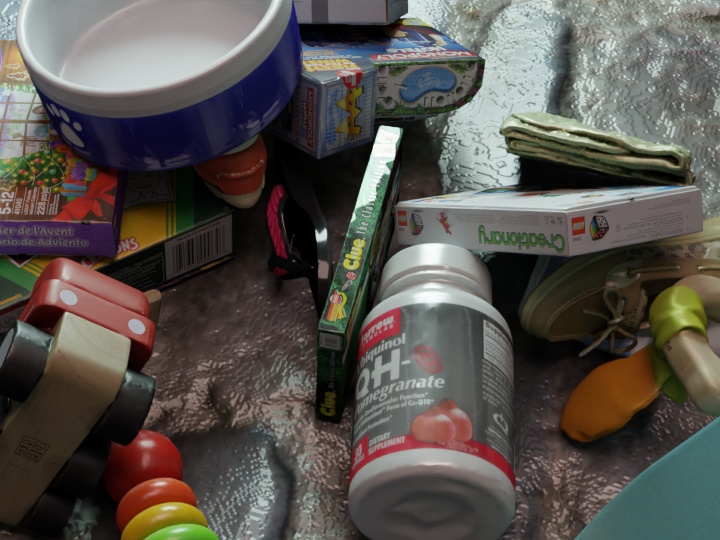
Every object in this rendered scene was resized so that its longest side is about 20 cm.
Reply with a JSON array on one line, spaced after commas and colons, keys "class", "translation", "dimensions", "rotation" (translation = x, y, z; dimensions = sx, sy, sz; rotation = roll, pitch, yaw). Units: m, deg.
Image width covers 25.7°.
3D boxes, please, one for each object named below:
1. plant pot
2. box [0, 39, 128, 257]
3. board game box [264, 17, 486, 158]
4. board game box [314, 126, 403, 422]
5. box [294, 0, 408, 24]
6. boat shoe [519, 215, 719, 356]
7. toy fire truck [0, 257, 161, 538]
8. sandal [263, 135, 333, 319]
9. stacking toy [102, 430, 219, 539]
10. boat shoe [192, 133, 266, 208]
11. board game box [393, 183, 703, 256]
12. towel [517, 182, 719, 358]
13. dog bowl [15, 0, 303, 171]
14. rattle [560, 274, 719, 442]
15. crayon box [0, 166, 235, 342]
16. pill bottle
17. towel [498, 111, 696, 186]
[{"class": "plant pot", "translation": [0.218, 0.192, 0.943], "dimensions": [0.200, 0.141, 0.142], "rotation": [-35, 48, 21]}, {"class": "box", "translation": [-0.241, -0.095, 1.180], "dimensions": [0.136, 0.039, 0.201], "rotation": [0, 47, -1]}, {"class": "board game box", "translation": [-0.012, -0.147, 1.249], "dimensions": [0.199, 0.062, 0.200], "rotation": [-5, 23, -17]}, {"class": "board game box", "translation": [0.000, 0.000, 1.151], "dimensions": [0.023, 0.105, 0.201], "rotation": [12, 49, 5]}, {"class": "box", "translation": [-0.066, -0.227, 1.309], "dimensions": [0.199, 0.041, 0.156], "rotation": [0, 12, 8]}, {"class": "boat shoe", "translation": [0.212, 0.014, 1.148], "dimensions": [0.199, 0.073, 0.063], "rotation": [-18, 56, -17]}, {"class": "toy fire truck", "translation": [-0.188, 0.056, 1.058], "dimensions": [0.128, 0.176, 0.201], "rotation": [24, 40, -19]}, {"class": "sandal", "translation": [-0.055, -0.033, 1.200], "dimensions": [0.045, 0.075, 0.201], "rotation": [-8, 43, -12]}, {"class": "stacking toy", "translation": [-0.123, 0.183, 1.010], "dimensions": [0.085, 0.086, 0.200], "rotation": [-15, 48, -16]}, {"class": "boat shoe", "translation": [-0.119, -0.124, 1.219], "dimensions": [0.071, 0.063, 0.200], "rotation": [-21, 41, -10]}, {"class": "board game box", "translation": [0.132, -0.039, 1.142], "dimensions": [0.126, 0.035, 0.200], "rotation": [-10, 8, -32]}, {"class": "towel", "translation": [0.231, 0.012, 1.211], "dimensions": [0.199, 0.024, 0.147], "rotation": [19, 52, 12]}, {"class": "dog bowl", "translation": [-0.144, -0.169, 1.148], "dimensions": [0.199, 0.079, 0.201], "rotation": [-6, 48, 7]}, {"class": "rattle", "translation": [0.268, 0.088, 1.130], "dimensions": [0.199, 0.143, 0.130], "rotation": [3, 32, -41]}, {"class": "crayon box", "translation": [-0.223, -0.047, 1.204], "dimensions": [0.199, 0.058, 0.173], "rotation": [-24, 56, -23]}, {"class": "pill bottle", "translation": [0.050, 0.083, 1.081], "dimensions": [0.110, 0.111, 0.201], "rotation": [4, 50, -1]}, {"class": "towel", "translation": [0.181, -0.092, 1.209], "dimensions": [0.147, 0.200, 0.037], "rotation": [14, 94, 7]}]
